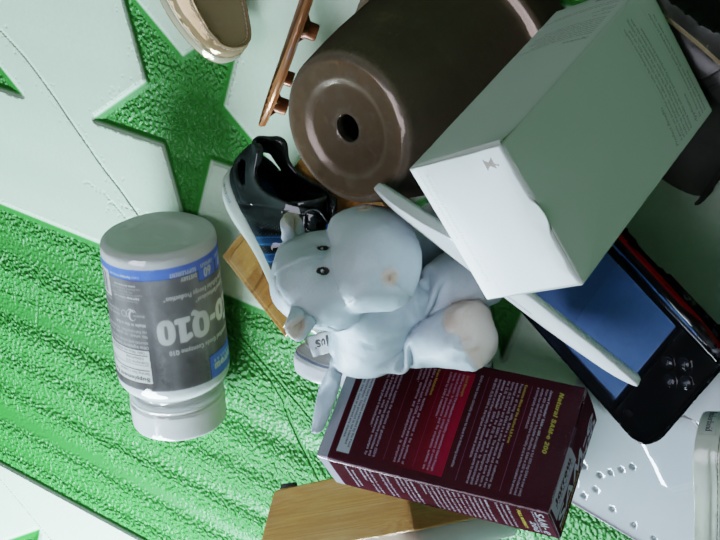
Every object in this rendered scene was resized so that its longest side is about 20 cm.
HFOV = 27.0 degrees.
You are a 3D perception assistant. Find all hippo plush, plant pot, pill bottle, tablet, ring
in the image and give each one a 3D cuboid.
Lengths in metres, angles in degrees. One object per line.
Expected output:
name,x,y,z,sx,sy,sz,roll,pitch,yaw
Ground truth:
hippo plush,0.000,0.000,1.146,0.199,0.161,0.161,-21,54,26
plant pot,0.039,-0.134,1.125,0.199,0.174,0.202,19,122,34
pill bottle,-0.186,0.055,1.455,0.113,0.113,0.202,15,121,35
tablet,0.102,0.010,1.046,0.199,0.014,0.130,36,-179,-30
ring,-0.038,-0.204,1.159,0.019,0.201,0.201,18,130,-7

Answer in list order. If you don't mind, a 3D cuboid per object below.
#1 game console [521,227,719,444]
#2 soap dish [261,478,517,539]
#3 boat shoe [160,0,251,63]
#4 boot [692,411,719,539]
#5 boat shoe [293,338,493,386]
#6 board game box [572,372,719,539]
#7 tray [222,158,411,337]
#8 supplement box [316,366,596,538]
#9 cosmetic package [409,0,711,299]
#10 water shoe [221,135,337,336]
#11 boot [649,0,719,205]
game console,0.166,0.018,1.100,0.200,0.118,0.173,50,129,23
soap dish,0.027,0.213,1.332,0.199,0.156,0.082,-19,77,44
boat shoe,-0.139,-0.277,1.274,0.069,0.073,0.202,-15,100,50
boot,0.319,0.198,1.096,0.143,0.073,0.202,6,125,22
boat shoe,0.026,0.062,1.317,0.198,0.073,0.066,-1,107,30
board game box,0.256,0.139,1.180,0.199,0.026,0.202,28,128,28
tray,-0.042,-0.034,1.342,0.099,0.037,0.200,51,135,8
supplement box,0.078,0.133,1.201,0.198,0.110,0.061,11,155,24
cosmetic package,0.133,-0.085,0.962,0.084,0.200,0.108,-10,118,48
water shoe,-0.046,-0.025,1.269,0.200,0.071,0.079,51,136,14
boot,0.201,-0.148,1.052,0.200,0.077,0.139,46,138,14
